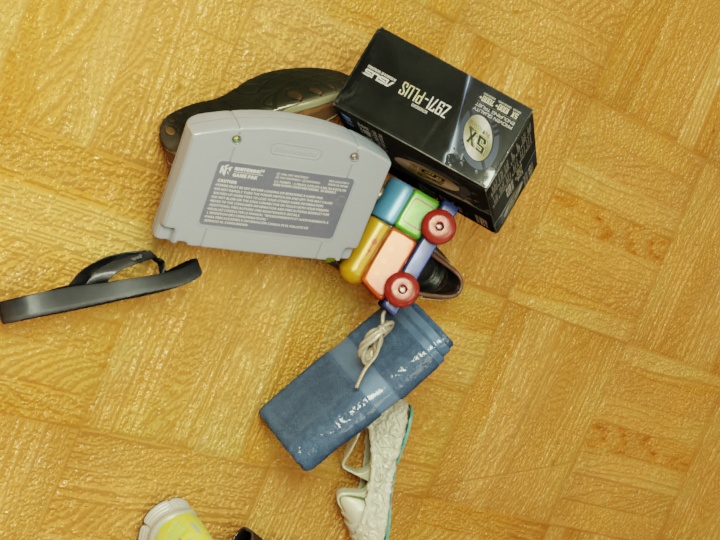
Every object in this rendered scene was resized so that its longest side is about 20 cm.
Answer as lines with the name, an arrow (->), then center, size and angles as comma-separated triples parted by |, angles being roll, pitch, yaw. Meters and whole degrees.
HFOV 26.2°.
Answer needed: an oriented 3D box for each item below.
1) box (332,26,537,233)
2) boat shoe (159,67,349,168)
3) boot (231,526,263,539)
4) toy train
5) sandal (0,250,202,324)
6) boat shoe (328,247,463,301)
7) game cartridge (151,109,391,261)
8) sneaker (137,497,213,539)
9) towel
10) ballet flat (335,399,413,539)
box -> 0.076, -0.127, 1.462 | 0.086, 0.163, 0.200 | -59, 169, -5
boat shoe -> -0.094, -0.131, 1.437 | 0.200, 0.076, 0.074 | -22, 127, -24
boot -> -0.118, 0.381, 1.633 | 0.166, 0.072, 0.200 | 37, 73, -46
toy train -> 0.000, 0.000, 1.505 | 0.116, 0.085, 0.200 | 31, 87, -4
sandal -> -0.226, 0.007, 1.378 | 0.200, 0.076, 0.043 | -12, 89, -39
boat shoe -> 0.028, -0.017, 1.590 | 0.200, 0.070, 0.071 | 18, 99, -43
game cartridge -> -0.077, -0.078, 1.396 | 0.199, 0.041, 0.133 | 6, 125, -29
sneaker -> -0.183, 0.333, 1.542 | 0.078, 0.090, 0.201 | -12, 118, -39
towel -> -0.001, 0.115, 1.567 | 0.200, 0.112, 0.049 | -39, 123, -2
ballet flat -> 0.007, 0.227, 1.692 | 0.072, 0.072, 0.201 | 0, 106, -42
